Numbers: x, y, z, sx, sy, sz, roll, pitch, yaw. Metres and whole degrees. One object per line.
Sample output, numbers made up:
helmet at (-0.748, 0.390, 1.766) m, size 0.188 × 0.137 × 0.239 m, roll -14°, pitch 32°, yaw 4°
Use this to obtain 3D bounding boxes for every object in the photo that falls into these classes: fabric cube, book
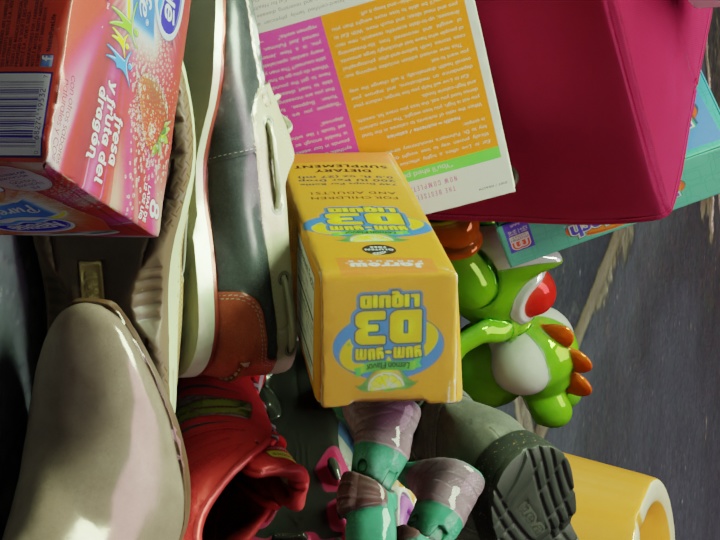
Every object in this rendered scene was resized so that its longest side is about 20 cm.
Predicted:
fabric cube at (0.085, -0.165, 1.203) m, size 0.200 × 0.195 × 0.201 m, roll 65°, pitch 33°, yaw -51°
book at (-0.005, -0.111, 1.055) m, size 0.048 × 0.133 × 0.201 m, roll -108°, pitch -178°, yaw -50°

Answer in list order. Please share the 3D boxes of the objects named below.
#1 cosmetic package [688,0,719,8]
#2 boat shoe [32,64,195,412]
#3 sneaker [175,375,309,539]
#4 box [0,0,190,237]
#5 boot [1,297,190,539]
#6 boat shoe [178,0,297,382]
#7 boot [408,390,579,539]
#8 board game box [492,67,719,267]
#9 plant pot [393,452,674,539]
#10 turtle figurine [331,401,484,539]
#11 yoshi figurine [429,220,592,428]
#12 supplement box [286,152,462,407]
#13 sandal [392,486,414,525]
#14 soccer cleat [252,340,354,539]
cosmetic package at (0.176, -0.202, 1.101) m, size 0.200 × 0.050 × 0.083 m, roll 21°, pitch 68°, yaw -67°
boat shoe at (-0.104, -0.020, 0.899) m, size 0.076 × 0.071 × 0.201 m, roll -63°, pitch 159°, yaw -73°
sneaker at (-0.061, 0.087, 0.978) m, size 0.077 × 0.084 × 0.201 m, roll 71°, pitch 28°, yaw -45°
box at (-0.123, -0.119, 0.774) m, size 0.095 × 0.099 × 0.201 m, roll 39°, pitch 55°, yaw -65°
boot at (-0.127, 0.128, 0.826) m, size 0.146 × 0.070 × 0.201 m, roll -40°, pitch 128°, yaw -61°
boat shoe at (-0.061, -0.050, 0.956) m, size 0.062 × 0.071 × 0.202 m, roll 0°, pitch 87°, yaw -33°
boot at (0.059, 0.127, 1.083) m, size 0.067 × 0.131 × 0.201 m, roll -29°, pitch 132°, yaw -22°
board game box at (0.134, -0.112, 1.304) m, size 0.045 × 0.151 × 0.201 m, roll 66°, pitch 7°, yaw -50°
plant pot at (0.087, 0.183, 1.244) m, size 0.200 × 0.182 × 0.202 m, roll 1°, pitch 90°, yaw -70°
turtle figurine at (-0.007, 0.160, 0.919) m, size 0.150 × 0.100 × 0.201 m, roll 67°, pitch 38°, yaw -52°
yoshi figurine at (0.076, 0.025, 1.379) m, size 0.201 × 0.112 × 0.112 m, roll 61°, pitch -7°, yaw -30°
supplement box at (0.000, 0.000, 0.987) m, size 0.200 × 0.066 × 0.069 m, roll -113°, pitch -157°, yaw -68°
sandal at (0.043, 0.212, 1.111) m, size 0.082 × 0.049 × 0.204 m, roll 32°, pitch 45°, yaw -72°
soccer cleat at (-0.023, 0.126, 1.065) m, size 0.201 × 0.069 × 0.087 m, roll -87°, pitch 163°, yaw -45°
